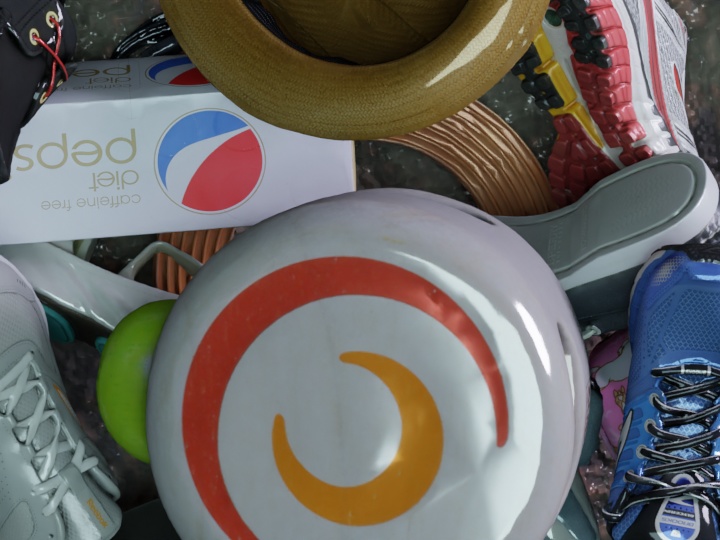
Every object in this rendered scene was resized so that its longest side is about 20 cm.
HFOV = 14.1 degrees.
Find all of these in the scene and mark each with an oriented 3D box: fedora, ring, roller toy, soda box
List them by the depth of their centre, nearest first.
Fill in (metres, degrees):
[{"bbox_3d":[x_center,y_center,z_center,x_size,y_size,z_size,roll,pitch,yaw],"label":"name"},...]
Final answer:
[{"bbox_3d":[0.009,0.059,1.253,0.182,0.140,0.200,-41,88,10],"label":"roller toy"},{"bbox_3d":[0.005,-0.147,1.287,0.200,0.082,0.201,-3,80,20],"label":"fedora"},{"bbox_3d":[-0.103,-0.057,1.328,0.199,0.064,0.068,-5,112,-4],"label":"soda box"},{"bbox_3d":[0.000,0.000,1.399,0.200,0.019,0.201,-2,105,-6],"label":"ring"}]

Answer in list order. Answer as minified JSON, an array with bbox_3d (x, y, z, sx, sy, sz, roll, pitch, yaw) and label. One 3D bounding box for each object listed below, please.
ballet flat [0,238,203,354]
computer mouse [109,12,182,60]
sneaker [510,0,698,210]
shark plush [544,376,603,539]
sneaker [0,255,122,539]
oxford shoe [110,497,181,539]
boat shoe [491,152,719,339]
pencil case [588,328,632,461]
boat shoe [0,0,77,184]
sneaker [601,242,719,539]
[{"bbox_3d":[-0.121,0.010,1.362,0.199,0.069,0.070,24,102,7],"label":"ballet flat"},{"bbox_3d":[-0.032,-0.140,1.350,0.200,0.034,0.059,-38,106,5],"label":"computer mouse"},{"bbox_3d":[0.130,-0.080,1.357,0.078,0.082,0.200,7,132,36],"label":"sneaker"},{"bbox_3d":[0.063,0.137,1.339,0.083,0.091,0.201,-6,89,-29],"label":"shark plush"},{"bbox_3d":[-0.144,0.077,1.307,0.076,0.092,0.200,-38,140,-25],"label":"sneaker"},{"bbox_3d":[-0.036,0.126,1.406,0.199,0.071,0.072,-16,67,3],"label":"oxford shoe"},{"bbox_3d":[0.087,0.008,1.338,0.200,0.076,0.060,-16,130,35],"label":"boat shoe"},{"bbox_3d":[0.201,0.027,1.339,0.200,0.083,0.087,-35,107,26],"label":"pencil case"},{"bbox_3d":[-0.155,-0.104,1.265,0.063,0.202,0.074,-2,128,-1],"label":"boat shoe"},{"bbox_3d":[0.149,0.080,1.281,0.078,0.089,0.201,5,121,8],"label":"sneaker"}]
